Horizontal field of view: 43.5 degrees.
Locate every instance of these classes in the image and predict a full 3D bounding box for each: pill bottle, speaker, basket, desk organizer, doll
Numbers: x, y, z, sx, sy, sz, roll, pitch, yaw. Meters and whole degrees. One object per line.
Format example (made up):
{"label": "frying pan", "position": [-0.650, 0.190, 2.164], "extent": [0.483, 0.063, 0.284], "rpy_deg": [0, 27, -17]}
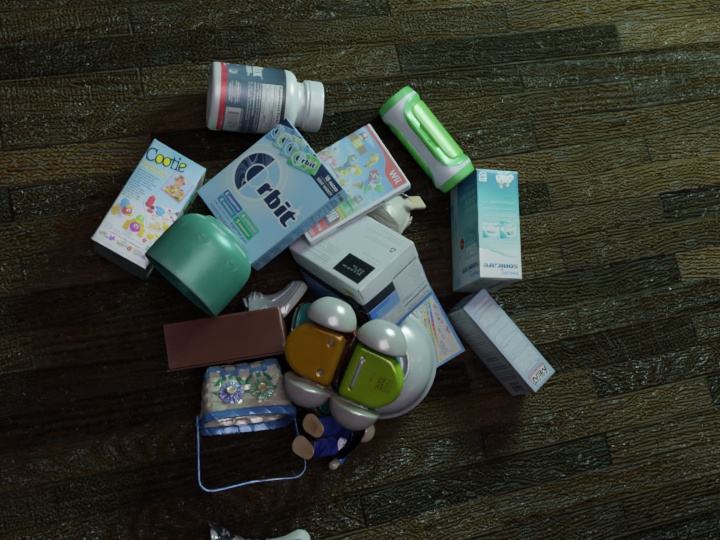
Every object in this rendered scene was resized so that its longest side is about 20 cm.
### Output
{"label": "pill bottle", "position": [-0.171, -0.302, 1.612], "extent": [0.199, 0.120, 0.120], "rpy_deg": [4, 78, -15]}
{"label": "speaker", "position": [0.124, -0.245, 1.698], "extent": [0.088, 0.088, 0.200], "rpy_deg": [-39, 91, -18]}
{"label": "basket", "position": [-0.190, 0.254, 1.486], "extent": [0.175, 0.139, 0.201], "rpy_deg": [-7, 75, -16]}
{"label": "desk organizer", "position": [-0.218, 0.113, 1.488], "extent": [0.199, 0.072, 0.078], "rpy_deg": [-9, 86, 1]}
{"label": "doll", "position": [-0.030, 0.271, 1.513], "extent": [0.048, 0.200, 0.137], "rpy_deg": [29, 97, 30]}

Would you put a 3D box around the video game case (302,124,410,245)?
{"label": "video game case", "position": [-0.034, -0.150, 1.552], "extent": [0.199, 0.017, 0.143], "rpy_deg": [-30, 68, -6]}

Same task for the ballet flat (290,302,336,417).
{"label": "ballet flat", "position": [-0.091, 0.158, 1.568], "extent": [0.072, 0.072, 0.202], "rpy_deg": [-10, 81, -16]}

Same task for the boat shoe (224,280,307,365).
{"label": "boat shoe", "position": [-0.179, 0.075, 1.560], "extent": [0.201, 0.070, 0.072], "rpy_deg": [-43, 97, -15]}

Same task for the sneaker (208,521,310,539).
{"label": "sneaker", "position": [-0.190, 0.452, 1.477], "extent": [0.198, 0.079, 0.130], "rpy_deg": [-30, 96, -8]}

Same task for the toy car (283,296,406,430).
{"label": "toy car", "position": [-0.018, 0.145, 1.447], "extent": [0.199, 0.150, 0.176], "rpy_deg": [23, 98, 12]}

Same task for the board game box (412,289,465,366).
{"label": "board game box", "position": [0.085, 0.091, 1.647], "extent": [0.134, 0.034, 0.201], "rpy_deg": [-27, 87, -18]}

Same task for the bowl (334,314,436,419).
{"label": "bowl", "position": [0.037, 0.160, 1.564], "extent": [0.200, 0.090, 0.203], "rpy_deg": [0, 87, 0]}

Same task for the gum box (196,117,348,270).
{"label": "gum box", "position": [-0.149, -0.129, 1.522], "extent": [0.200, 0.045, 0.170], "rpy_deg": [-38, 72, 1]}

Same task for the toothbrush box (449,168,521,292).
{"label": "toothbrush box", "position": [0.228, -0.069, 1.658], "extent": [0.085, 0.146, 0.202], "rpy_deg": [1, 80, -14]}

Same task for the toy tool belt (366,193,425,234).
{"label": "toy tool belt", "position": [0.013, -0.142, 1.641], "extent": [0.199, 0.125, 0.123], "rpy_deg": [35, 51, 8]}

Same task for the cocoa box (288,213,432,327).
{"label": "cocoa box", "position": [0.000, 0.000, 1.542], "extent": [0.133, 0.200, 0.132], "rpy_deg": [-41, 134, -18]}

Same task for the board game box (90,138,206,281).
{"label": "board game box", "position": [-0.357, -0.101, 1.531], "extent": [0.104, 0.103, 0.201], "rpy_deg": [30, 74, -6]}

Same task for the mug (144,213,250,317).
{"label": "mug", "position": [-0.257, -0.019, 1.455], "extent": [0.115, 0.185, 0.152], "rpy_deg": [-49, 115, -13]}

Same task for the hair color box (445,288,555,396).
{"label": "hair color box", "position": [0.252, 0.133, 1.648], "extent": [0.061, 0.099, 0.200], "rpy_deg": [-41, 91, -19]}
